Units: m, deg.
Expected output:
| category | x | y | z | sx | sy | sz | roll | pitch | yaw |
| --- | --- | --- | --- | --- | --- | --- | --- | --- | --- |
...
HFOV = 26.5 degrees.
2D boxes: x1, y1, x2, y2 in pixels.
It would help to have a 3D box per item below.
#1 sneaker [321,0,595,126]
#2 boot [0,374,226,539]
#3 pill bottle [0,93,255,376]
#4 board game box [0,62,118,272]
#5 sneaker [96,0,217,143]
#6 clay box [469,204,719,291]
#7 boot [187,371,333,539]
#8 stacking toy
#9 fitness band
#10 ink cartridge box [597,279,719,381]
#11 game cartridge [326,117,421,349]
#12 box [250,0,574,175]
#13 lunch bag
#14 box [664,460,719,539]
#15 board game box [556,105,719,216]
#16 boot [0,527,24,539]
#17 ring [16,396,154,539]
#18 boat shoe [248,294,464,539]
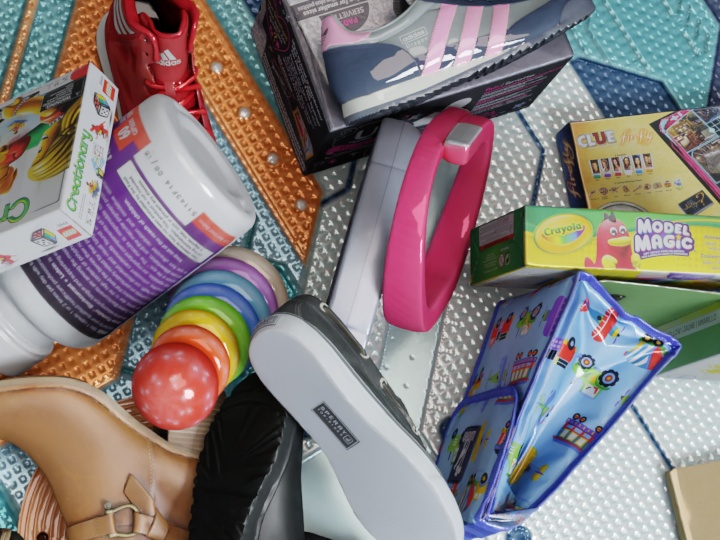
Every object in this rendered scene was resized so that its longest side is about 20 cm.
| category | x | y | z | sx | sy | sz | roll | pitch | yaw |
| --- | --- | --- | --- | --- | --- | --- | --- | --- | --- |
| sneaker | 0.066 | -0.171 | 1.050 | 0.199 | 0.070 | 0.082 | -24 | 91 | -16 |
| boot | -0.185 | 0.153 | 1.025 | 0.199 | 0.077 | 0.156 | 7 | 78 | -19 |
| pill bottle | -0.180 | -0.018 | 1.032 | 0.200 | 0.111 | 0.112 | -36 | 86 | 8 |
| board game box | -0.253 | -0.048 | 1.004 | 0.035 | 0.199 | 0.127 | 46 | 35 | -41 |
| sneaker | -0.140 | -0.116 | 1.088 | 0.078 | 0.116 | 0.201 | -22 | 82 | -17 |
| clay box | 0.190 | -0.012 | 1.098 | 0.199 | 0.115 | 0.048 | 2 | 82 | -16 |
| boot | -0.038 | 0.184 | 1.027 | 0.162 | 0.073 | 0.199 | 31 | 63 | -41 |
| stacking toy | -0.106 | 0.052 | 1.011 | 0.085 | 0.200 | 0.086 | 3 | 109 | 8 |
| fitness band | 0.055 | -0.037 | 1.075 | 0.037 | 0.200 | 0.144 | 15 | 109 | 11 |
| ink cartridge box | 0.244 | 0.047 | 1.119 | 0.199 | 0.146 | 0.048 | 3 | 78 | -12 |
| game cartridge | 0.000 | 0.000 | 1.082 | 0.041 | 0.133 | 0.201 | 15 | 74 | 2 |
| box | 0.036 | -0.173 | 1.142 | 0.199 | 0.115 | 0.133 | -18 | 81 | -16 |
| lunch bag | 0.111 | 0.115 | 1.068 | 0.094 | 0.151 | 0.201 | 36 | 73 | -9 |
| box | 0.328 | 0.236 | 1.157 | 0.162 | 0.021 | 0.201 | -8 | 79 | -14 |
| board game box | 0.264 | -0.059 | 1.208 | 0.199 | 0.035 | 0.136 | -7 | 78 | -14 |
| boot | -0.194 | 0.273 | 1.005 | 0.137 | 0.077 | 0.201 | 5 | 89 | -9 |
| ring | -0.139 | 0.187 | 1.067 | 0.199 | 0.019 | 0.202 | 3 | 75 | -13 |
| boat shoe | 0.007 | 0.101 | 0.983 | 0.200 | 0.068 | 0.057 | 54 | 37 | -11 |
